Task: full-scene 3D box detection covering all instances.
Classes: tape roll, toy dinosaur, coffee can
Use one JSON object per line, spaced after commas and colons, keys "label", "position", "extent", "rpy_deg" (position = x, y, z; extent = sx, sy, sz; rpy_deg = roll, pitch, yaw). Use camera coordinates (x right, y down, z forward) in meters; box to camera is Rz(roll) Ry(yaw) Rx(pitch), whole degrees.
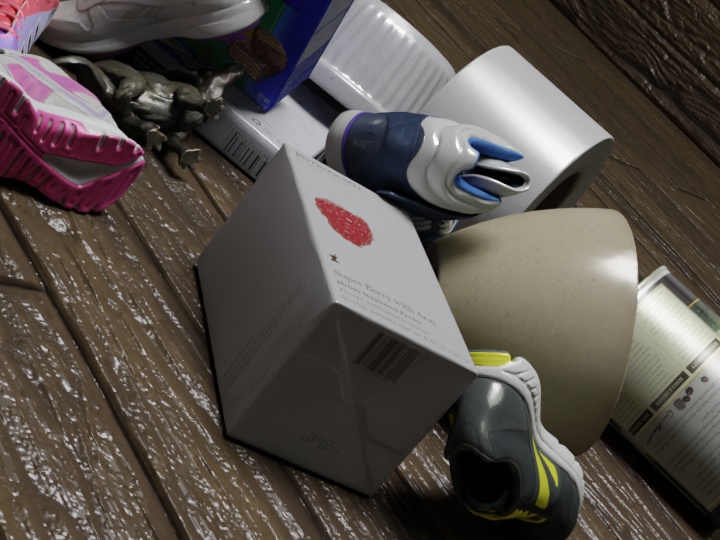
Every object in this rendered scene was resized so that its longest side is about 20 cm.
{"label": "tape roll", "position": [0.129, -0.098, 1.340], "extent": [0.139, 0.203, 0.203], "rpy_deg": [43, 21, 13]}
{"label": "toy dinosaur", "position": [-0.178, -0.137, 1.111], "extent": [0.199, 0.077, 0.102], "rpy_deg": [-1, 26, -37]}
{"label": "coffee can", "position": [0.305, 0.116, 1.270], "extent": [0.200, 0.147, 0.146], "rpy_deg": [44, 21, 14]}

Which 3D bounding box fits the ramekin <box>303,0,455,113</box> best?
{"label": "ramekin", "position": [0.005, -0.206, 1.399], "extent": [0.200, 0.105, 0.200], "rpy_deg": [38, -1, 1]}

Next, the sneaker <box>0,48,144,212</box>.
{"label": "sneaker", "position": [-0.242, -0.107, 0.920], "extent": [0.200, 0.081, 0.088], "rpy_deg": [27, 21, -50]}

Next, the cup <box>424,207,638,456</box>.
{"label": "cup", "position": [0.117, 0.038, 1.097], "extent": [0.142, 0.201, 0.201], "rpy_deg": [10, 27, -8]}

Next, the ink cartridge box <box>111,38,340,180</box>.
{"label": "ink cartridge box", "position": [-0.114, -0.166, 1.290], "extent": [0.198, 0.043, 0.200], "rpy_deg": [39, 23, 0]}

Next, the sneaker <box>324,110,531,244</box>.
{"label": "sneaker", "position": [0.074, -0.061, 1.078], "extent": [0.146, 0.081, 0.200], "rpy_deg": [14, -13, 33]}

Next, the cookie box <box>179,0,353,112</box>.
{"label": "cookie box", "position": [-0.092, -0.261, 1.177], "extent": [0.171, 0.200, 0.075], "rpy_deg": [40, 53, 2]}

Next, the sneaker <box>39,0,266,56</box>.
{"label": "sneaker", "position": [-0.180, -0.235, 1.134], "extent": [0.075, 0.199, 0.100], "rpy_deg": [-80, 160, -60]}

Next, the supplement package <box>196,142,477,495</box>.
{"label": "supplement package", "position": [-0.023, 0.028, 0.935], "extent": [0.121, 0.120, 0.200], "rpy_deg": [27, 24, -28]}

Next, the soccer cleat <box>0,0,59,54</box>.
{"label": "soccer cleat", "position": [-0.267, -0.190, 1.038], "extent": [0.067, 0.077, 0.200], "rpy_deg": [33, 21, -16]}

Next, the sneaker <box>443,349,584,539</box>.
{"label": "sneaker", "position": [0.096, 0.140, 0.936], "extent": [0.200, 0.074, 0.085], "rpy_deg": [61, 41, -41]}
